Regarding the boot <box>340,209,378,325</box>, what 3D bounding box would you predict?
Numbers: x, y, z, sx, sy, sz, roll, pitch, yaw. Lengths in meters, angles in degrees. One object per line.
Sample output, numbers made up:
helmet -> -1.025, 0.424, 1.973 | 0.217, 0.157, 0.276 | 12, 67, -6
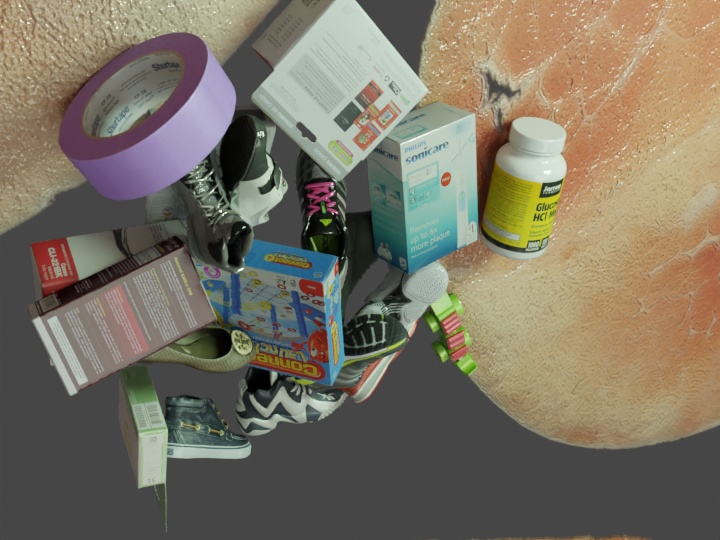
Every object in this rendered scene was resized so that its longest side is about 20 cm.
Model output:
boot -> 0.000, 0.000, 1.408 | 0.136, 0.077, 0.203 | -16, 130, -27

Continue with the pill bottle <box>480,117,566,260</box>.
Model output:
pill bottle -> 0.257, -0.128, 1.442 | 0.111, 0.113, 0.203 | -10, 126, -25

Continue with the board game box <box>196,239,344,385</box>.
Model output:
board game box -> -0.125, 0.053, 1.284 | 0.056, 0.196, 0.198 | -62, 157, -45

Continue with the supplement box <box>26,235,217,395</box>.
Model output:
supplement box -> -0.287, 0.052, 1.123 | 0.198, 0.061, 0.110 | -27, 114, -17

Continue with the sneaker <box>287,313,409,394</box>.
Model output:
sneaker -> -0.011, 0.129, 1.391 | 0.197, 0.075, 0.081 | -22, 137, 24

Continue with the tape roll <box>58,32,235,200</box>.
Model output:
tape roll -> -0.241, -0.177, 1.047 | 0.199, 0.200, 0.066 | -38, 133, -2

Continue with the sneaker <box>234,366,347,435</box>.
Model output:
sneaker -> -0.106, 0.174, 1.456 | 0.195, 0.080, 0.131 | -13, 136, -11

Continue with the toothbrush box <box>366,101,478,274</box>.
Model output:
toothbrush box -> 0.091, -0.121, 1.332 | 0.145, 0.085, 0.203 | -24, 123, -31

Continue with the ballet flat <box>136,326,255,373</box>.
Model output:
ballet flat -> -0.225, 0.096, 1.230 | 0.197, 0.068, 0.047 | 8, 133, -32

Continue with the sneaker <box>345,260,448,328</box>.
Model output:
sneaker -> 0.052, 0.039, 1.432 | 0.199, 0.115, 0.075 | -41, 111, 19

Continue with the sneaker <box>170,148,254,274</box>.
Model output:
sneaker -> -0.173, -0.086, 1.109 | 0.074, 0.115, 0.203 | -30, 123, -26

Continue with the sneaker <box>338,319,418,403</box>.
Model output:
sneaker -> 0.010, 0.098, 1.475 | 0.115, 0.078, 0.202 | 36, 70, -14

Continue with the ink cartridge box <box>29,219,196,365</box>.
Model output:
ink cartridge box -> -0.318, 0.027, 1.211 | 0.197, 0.084, 0.146 | -13, 136, -25

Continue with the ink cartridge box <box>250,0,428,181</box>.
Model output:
ink cartridge box -> -0.039, -0.245, 1.200 | 0.176, 0.084, 0.200 | -45, 132, 4

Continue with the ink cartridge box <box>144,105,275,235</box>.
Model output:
ink cartridge box -> -0.209, -0.125, 1.222 | 0.160, 0.058, 0.201 | -8, 145, -27

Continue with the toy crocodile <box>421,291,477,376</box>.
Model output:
toy crocodile -> 0.153, 0.104, 1.578 | 0.067, 0.062, 0.202 | -29, 131, -10

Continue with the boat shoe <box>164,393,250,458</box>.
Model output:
boat shoe -> -0.233, 0.243, 1.437 | 0.199, 0.070, 0.093 | 19, 75, -60

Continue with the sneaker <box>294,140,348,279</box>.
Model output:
sneaker -> -0.050, -0.076, 1.271 | 0.072, 0.087, 0.204 | -4, 98, -6

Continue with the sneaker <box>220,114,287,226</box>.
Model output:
sneaker -> -0.132, -0.125, 1.175 | 0.087, 0.075, 0.201 | -10, 152, -24

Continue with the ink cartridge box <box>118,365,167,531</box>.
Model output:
ink cartridge box -> -0.317, 0.262, 1.345 | 0.047, 0.146, 0.203 | -5, 124, -24
